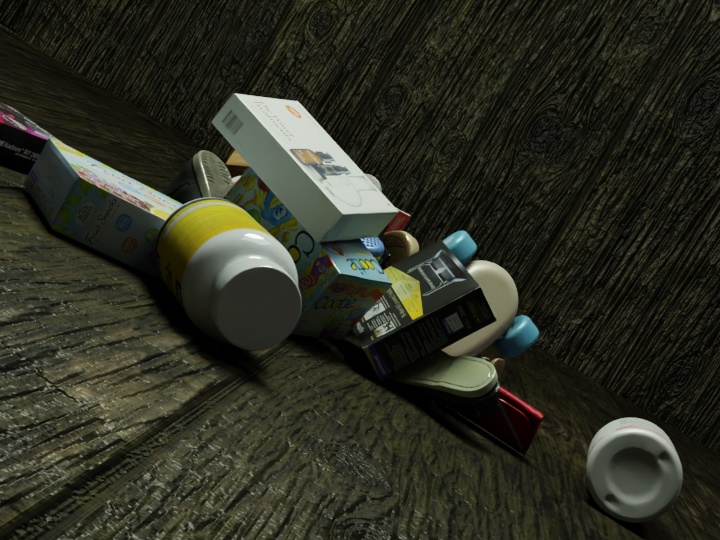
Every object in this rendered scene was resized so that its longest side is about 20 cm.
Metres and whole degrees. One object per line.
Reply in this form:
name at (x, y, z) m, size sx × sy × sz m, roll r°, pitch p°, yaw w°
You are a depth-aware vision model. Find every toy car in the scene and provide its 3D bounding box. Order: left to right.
toy car at (0.113, 0.066, 1.741) m, size 0.184 × 0.177 × 0.200 m, roll 53°, pitch -21°, yaw -10°

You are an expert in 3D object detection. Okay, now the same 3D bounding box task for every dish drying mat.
dish drying mat at (0.131, 0.152, 1.527) m, size 0.200 × 0.077 × 0.018 m, roll 32°, pitch 47°, yaw 17°

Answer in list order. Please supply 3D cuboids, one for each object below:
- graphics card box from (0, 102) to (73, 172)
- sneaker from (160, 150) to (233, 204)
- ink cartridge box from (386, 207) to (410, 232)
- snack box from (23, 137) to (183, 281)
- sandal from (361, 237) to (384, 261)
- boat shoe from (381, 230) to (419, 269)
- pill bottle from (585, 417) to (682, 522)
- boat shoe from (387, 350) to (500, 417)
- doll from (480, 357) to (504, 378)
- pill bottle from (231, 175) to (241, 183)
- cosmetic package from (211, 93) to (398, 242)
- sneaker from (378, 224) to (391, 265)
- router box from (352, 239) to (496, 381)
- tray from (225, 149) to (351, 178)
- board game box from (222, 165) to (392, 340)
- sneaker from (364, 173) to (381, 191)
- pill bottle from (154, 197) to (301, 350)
graphics card box at (-0.442, -0.170, 1.426) m, size 0.125 × 0.051 × 0.200 m, roll 33°, pitch 4°, yaw 26°
sneaker at (-0.202, -0.047, 1.554) m, size 0.075 × 0.106 × 0.200 m, roll 26°, pitch 36°, yaw -41°
ink cartridge box at (-0.043, -0.055, 1.901) m, size 0.176 × 0.200 × 0.045 m, roll 29°, pitch 46°, yaw -4°
snack box at (-0.246, -0.054, 1.315) m, size 0.200 × 0.068 × 0.169 m, roll 29°, pitch 5°, yaw -30°
sandal at (-0.037, -0.086, 1.556) m, size 0.079 × 0.087 × 0.200 m, roll -7°, pitch 47°, yaw -50°
boat shoe at (0.034, 0.005, 1.745) m, size 0.064 × 0.200 × 0.071 m, roll 4°, pitch 62°, yaw -30°
pill bottle at (0.342, 0.245, 1.541) m, size 0.113 × 0.113 × 0.200 m, roll 31°, pitch 5°, yaw 10°
boat shoe at (0.093, 0.131, 1.474) m, size 0.199 × 0.075 × 0.066 m, roll 9°, pitch -44°, yaw 44°
doll at (0.128, 0.120, 1.908) m, size 0.200 × 0.049 × 0.136 m, roll 26°, pitch 10°, yaw 39°
pill bottle at (-0.110, -0.035, 1.632) m, size 0.200 × 0.120 × 0.120 m, roll 34°, pitch 6°, yaw 37°
cosmetic package at (-0.063, -0.122, 1.453) m, size 0.200 × 0.052 × 0.151 m, roll 48°, pitch 20°, yaw 15°
sneaker at (0.000, -0.001, 1.672) m, size 0.083 × 0.200 × 0.071 m, roll -13°, pitch 47°, yaw -27°
router box at (0.064, 0.045, 1.517) m, size 0.052 × 0.157 × 0.200 m, roll 63°, pitch 0°, yaw -20°
tray at (-0.083, -0.117, 1.694) m, size 0.200 × 0.037 × 0.099 m, roll 7°, pitch -36°, yaw 35°
board game box at (-0.072, -0.027, 1.466) m, size 0.105 × 0.103 × 0.200 m, roll 12°, pitch 37°, yaw -52°
sneaker at (-0.028, -0.052, 1.809) m, size 0.071 × 0.200 × 0.080 m, roll 33°, pitch 7°, yaw 14°
pill bottle at (-0.125, 0.005, 1.176) m, size 0.112 × 0.112 × 0.200 m, roll 28°, pitch 5°, yaw -26°
